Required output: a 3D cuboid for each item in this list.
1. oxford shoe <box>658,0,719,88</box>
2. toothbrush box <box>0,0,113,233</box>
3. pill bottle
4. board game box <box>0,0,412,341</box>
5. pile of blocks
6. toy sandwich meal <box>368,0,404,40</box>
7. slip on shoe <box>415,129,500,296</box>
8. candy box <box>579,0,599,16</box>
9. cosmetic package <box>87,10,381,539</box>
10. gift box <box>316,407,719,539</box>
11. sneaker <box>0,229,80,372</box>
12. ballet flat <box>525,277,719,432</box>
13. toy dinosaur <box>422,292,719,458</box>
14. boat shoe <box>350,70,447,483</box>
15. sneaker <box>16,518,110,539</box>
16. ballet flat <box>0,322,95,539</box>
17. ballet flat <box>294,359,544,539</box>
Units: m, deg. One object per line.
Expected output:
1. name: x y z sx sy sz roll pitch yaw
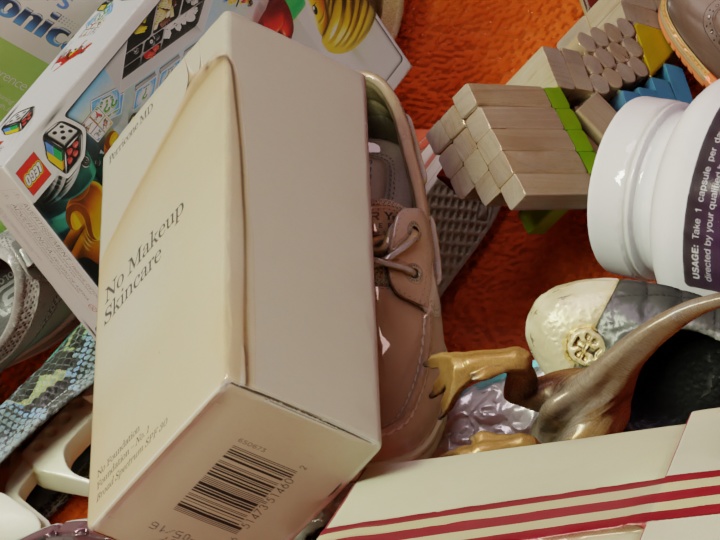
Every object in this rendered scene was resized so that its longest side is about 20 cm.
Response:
1. oxford shoe: 0.210 -0.098 1.318 0.071 0.073 0.200 -36 49 -27
2. toothbrush box: -0.177 -0.077 1.366 0.200 0.145 0.086 -43 44 22
3. pill bottle: 0.197 -0.019 1.231 0.199 0.113 0.113 13 55 31
4. board game box: -0.071 -0.067 1.308 0.034 0.126 0.200 2 47 48
5. pile of blocks: 0.094 -0.060 1.343 0.082 0.062 0.200 48 39 4
6. toy sandwich meal: -0.071 -0.122 1.472 0.204 0.070 0.206 -12 45 12
7. slip on shoe: -0.012 0.007 1.328 0.061 0.074 0.200 12 49 38
8. candy box: 0.103 -0.214 1.452 0.055 0.116 0.201 -19 44 4
9. cosmetic package: -0.049 0.009 1.170 0.104 0.073 0.201 -47 31 35
10. gift box: 0.087 0.144 1.051 0.186 0.186 0.200 -8 21 19
11. sneaker: -0.209 0.039 1.338 0.200 0.082 0.075 -40 78 9
12. ballet flat: 0.151 0.061 1.167 0.199 0.067 0.057 30 19 14
13. toy dinosaur: 0.083 0.051 1.151 0.106 0.200 0.061 0 50 -25
14. boat shoe: 0.000 0.000 1.231 0.072 0.065 0.201 -2 43 3
15. sneaker: -0.090 0.139 1.193 0.199 0.115 0.076 -5 90 19
16. ballet flat: -0.141 0.090 1.306 0.074 0.074 0.200 24 63 38
17. ballet flat: 0.039 0.083 1.248 0.199 0.072 0.072 -16 44 11
